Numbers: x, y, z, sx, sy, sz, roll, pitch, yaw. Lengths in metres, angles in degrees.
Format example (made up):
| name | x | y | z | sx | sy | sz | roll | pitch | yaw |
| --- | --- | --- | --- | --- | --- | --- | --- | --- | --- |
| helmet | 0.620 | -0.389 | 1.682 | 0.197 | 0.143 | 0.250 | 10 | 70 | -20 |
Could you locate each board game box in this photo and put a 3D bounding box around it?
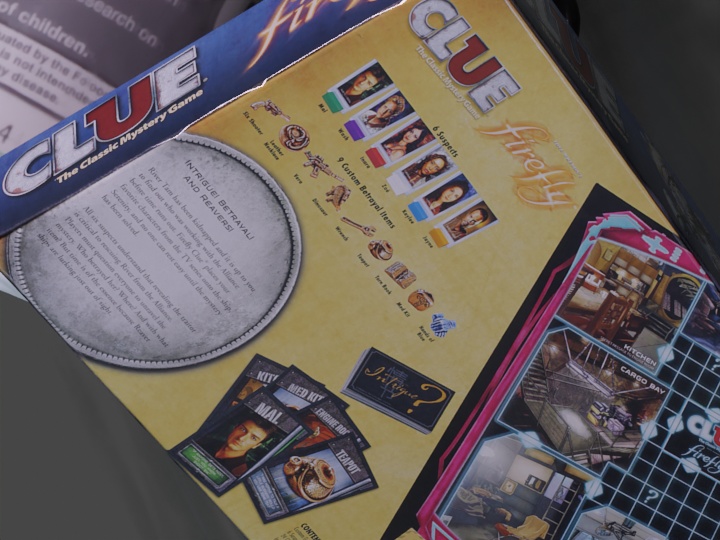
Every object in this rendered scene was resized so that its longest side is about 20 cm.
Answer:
| name | x | y | z | sx | sy | sz | roll | pitch | yaw |
| --- | --- | --- | --- | --- | --- | --- | --- | --- | --- |
| board game box | 0.022 | 0.019 | 0.650 | 0.200 | 0.135 | 0.035 | 51 | -162 | -32 |

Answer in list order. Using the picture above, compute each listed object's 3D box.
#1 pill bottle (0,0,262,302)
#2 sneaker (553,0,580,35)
| name | x | y | z | sx | sy | sz | roll | pitch | yaw |
| --- | --- | --- | --- | --- | --- | --- | --- | --- | --- |
| pill bottle | -0.063 | -0.097 | 0.708 | 0.113 | 0.200 | 0.113 | 24 | 167 | 6 |
| sneaker | 0.037 | -0.032 | 0.754 | 0.087 | 0.074 | 0.200 | 86 | 161 | -74 |
